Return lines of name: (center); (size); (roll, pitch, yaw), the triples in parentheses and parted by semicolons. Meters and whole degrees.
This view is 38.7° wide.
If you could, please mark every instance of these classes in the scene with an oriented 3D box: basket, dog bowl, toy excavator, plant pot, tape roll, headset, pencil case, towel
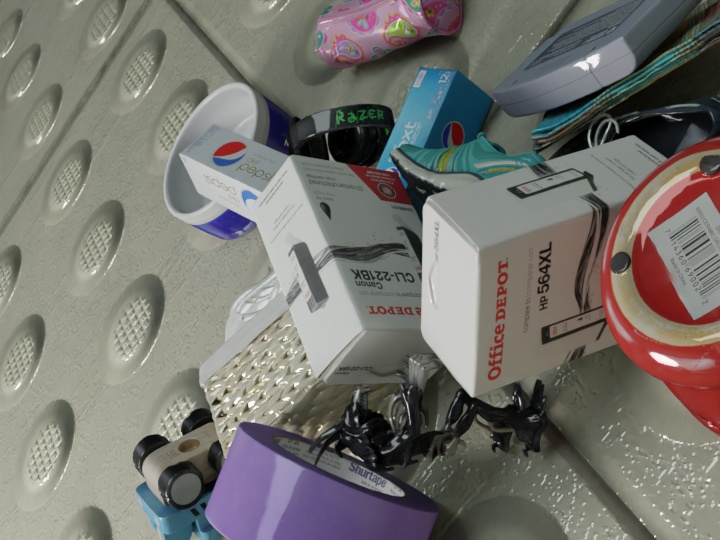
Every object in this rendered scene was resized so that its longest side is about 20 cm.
basket: (-0.052, 0.113, 1.060); (0.200, 0.135, 0.124); (-42, 45, 24)
dog bowl: (-0.179, -0.148, 1.396); (0.198, 0.078, 0.203); (-26, 50, 36)
toy excavator: (-0.200, 0.290, 1.156); (0.193, 0.203, 0.099); (-25, 28, -28)
plant pot: (0.282, 0.015, 0.710); (0.199, 0.182, 0.203); (-24, 51, 34)
tape roll: (-0.034, 0.214, 0.924); (0.199, 0.199, 0.086); (19, 85, 51)
headset: (-0.037, -0.166, 1.217); (0.200, 0.122, 0.096); (151, 109, -64)
pencil case: (0.032, -0.308, 1.252); (0.198, 0.087, 0.089); (-7, 63, 47)
towel: (0.248, -0.187, 0.930); (0.199, 0.022, 0.147); (-31, 13, 33)

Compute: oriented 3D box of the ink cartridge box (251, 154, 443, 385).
ink cartridge box: (0.000, 0.000, 0.972); (0.084, 0.143, 0.202); (-46, 54, 36)

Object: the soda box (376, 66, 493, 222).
soda box: (0.066, -0.114, 1.112); (0.064, 0.067, 0.203); (18, 82, 51)

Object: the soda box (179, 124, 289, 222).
soda box: (-0.123, -0.104, 1.211); (0.199, 0.069, 0.064); (27, 60, 38)

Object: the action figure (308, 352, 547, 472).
action figure: (0.053, 0.120, 0.886); (0.119, 0.196, 0.104); (174, 94, -79)

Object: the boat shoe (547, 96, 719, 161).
boat shoe: (0.238, -0.104, 0.911); (0.198, 0.061, 0.076); (-10, 88, 43)

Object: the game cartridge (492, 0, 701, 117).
game cartridge: (0.211, -0.202, 0.949); (0.133, 0.042, 0.199); (-48, 16, -21)

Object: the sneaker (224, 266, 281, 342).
sneaker: (-0.084, 0.044, 1.184); (0.099, 0.077, 0.202); (38, 99, 47)

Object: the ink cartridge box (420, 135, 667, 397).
ink cartridge box: (0.153, -0.004, 0.814); (0.084, 0.197, 0.148); (49, 151, 47)

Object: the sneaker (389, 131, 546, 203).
sneaker: (0.103, -0.091, 0.985); (0.080, 0.078, 0.199); (-50, 36, -12)
